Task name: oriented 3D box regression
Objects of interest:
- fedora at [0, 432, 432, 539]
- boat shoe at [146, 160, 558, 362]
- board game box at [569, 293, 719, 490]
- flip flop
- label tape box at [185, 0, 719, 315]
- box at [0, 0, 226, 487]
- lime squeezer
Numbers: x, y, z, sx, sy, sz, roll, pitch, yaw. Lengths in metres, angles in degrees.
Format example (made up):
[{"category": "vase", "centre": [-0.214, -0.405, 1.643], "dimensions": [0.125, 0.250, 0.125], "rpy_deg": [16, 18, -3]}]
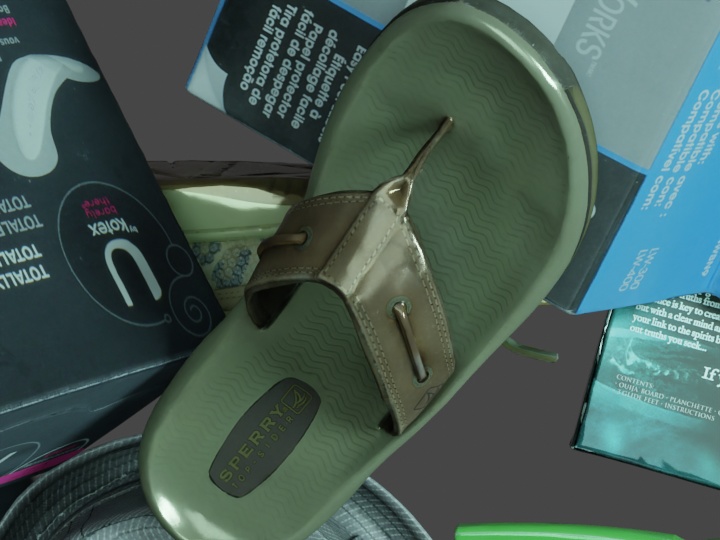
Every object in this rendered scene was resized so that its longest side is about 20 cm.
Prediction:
[{"category": "fedora", "centre": [-0.044, 0.146, 0.834], "dimensions": [0.176, 0.090, 0.201], "rpy_deg": [-28, 88, 3]}, {"category": "boat shoe", "centre": [0.000, 0.000, 0.848], "dimensions": [0.199, 0.073, 0.063], "rpy_deg": [3, 100, 15]}, {"category": "board game box", "centre": [0.181, 0.020, 0.855], "dimensions": [0.199, 0.028, 0.136], "rpy_deg": [16, 90, 4]}, {"category": "flip flop", "centre": [-0.005, 0.012, 0.736], "dimensions": [0.081, 0.058, 0.200], "rpy_deg": [40, 117, 3]}, {"category": "label tape box", "centre": [0.067, -0.070, 0.743], "dimensions": [0.199, 0.066, 0.144], "rpy_deg": [31, 119, 11]}, {"category": "box", "centre": [-0.149, -0.032, 0.802], "dimensions": [0.106, 0.122, 0.201], "rpy_deg": [-35, 78, 36]}, {"category": "lime squeezer", "centre": [0.130, 0.115, 0.860], "dimensions": [0.200, 0.038, 0.071], "rpy_deg": [34, 122, 2]}]
